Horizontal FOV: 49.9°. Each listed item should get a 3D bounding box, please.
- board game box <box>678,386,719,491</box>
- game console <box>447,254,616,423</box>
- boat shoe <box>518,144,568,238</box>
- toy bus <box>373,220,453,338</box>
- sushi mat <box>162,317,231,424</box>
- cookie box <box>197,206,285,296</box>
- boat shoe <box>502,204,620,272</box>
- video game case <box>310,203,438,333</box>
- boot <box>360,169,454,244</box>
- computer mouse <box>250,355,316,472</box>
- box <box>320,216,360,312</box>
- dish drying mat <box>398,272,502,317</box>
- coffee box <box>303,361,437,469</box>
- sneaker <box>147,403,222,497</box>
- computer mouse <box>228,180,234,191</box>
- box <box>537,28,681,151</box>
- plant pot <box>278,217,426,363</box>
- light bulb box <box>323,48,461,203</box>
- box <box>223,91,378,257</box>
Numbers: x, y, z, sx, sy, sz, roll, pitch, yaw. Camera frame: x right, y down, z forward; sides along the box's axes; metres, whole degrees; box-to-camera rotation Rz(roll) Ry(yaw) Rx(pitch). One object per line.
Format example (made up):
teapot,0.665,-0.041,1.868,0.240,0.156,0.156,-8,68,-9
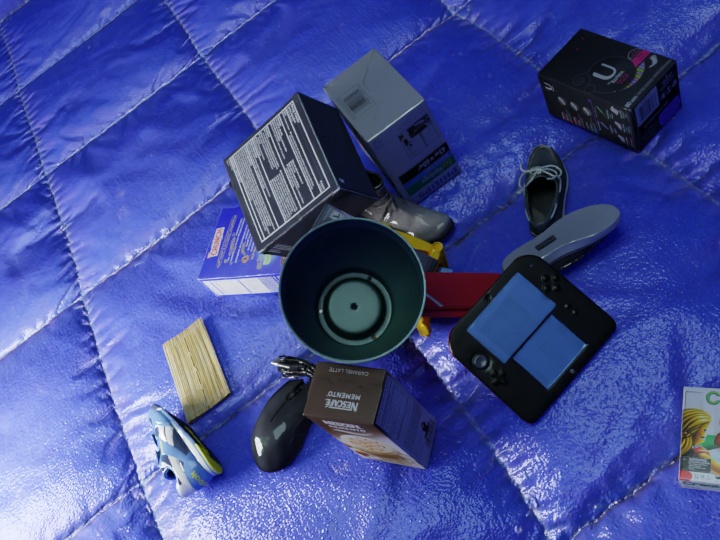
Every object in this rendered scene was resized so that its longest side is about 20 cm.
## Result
board game box,0.500,0.213,0.949,0.199,0.035,0.127,-1,58,28
game console,0.246,0.094,1.132,0.177,0.031,0.200,41,83,17
boat shoe,0.301,-0.138,1.285,0.074,0.062,0.201,-6,55,27
toy bus,0.078,0.045,1.249,0.191,0.136,0.201,17,69,19
sushi mat,-0.303,0.181,1.423,0.095,0.012,0.200,-33,49,2
cookie box,-0.190,-0.043,1.477,0.199,0.075,0.172,-3,56,26
boat shoe,0.316,-0.035,1.210,0.199,0.057,0.069,-29,40,6
video game case,0.000,0.000,1.195,0.199,0.019,0.143,27,73,9
boot,0.057,-0.113,1.354,0.199,0.132,0.070,12,63,34
computer mouse,-0.124,0.229,1.266,0.138,0.053,0.201,10,63,32
box,-0.027,-0.001,1.380,0.117,0.048,0.200,27,76,39
dish drying mat,0.152,0.035,1.180,0.199,0.018,0.077,1,55,-26
coffee box,0.018,0.209,1.102,0.114,0.200,0.080,1,62,30
sneaker,-0.317,0.300,1.309,0.082,0.074,0.200,-48,48,-6
computer mouse,-0.147,-0.154,1.498,0.140,0.046,0.199,16,22,35
box,0.420,-0.308,1.310,0.122,0.106,0.200,-46,48,-8
plant pot,-0.009,0.041,1.100,0.199,0.134,0.202,0,75,2
light bulb box,0.059,-0.256,1.408,0.125,0.200,0.199,-36,49,3
box,-0.104,-0.157,1.330,0.198,0.123,0.201,-35,66,29
